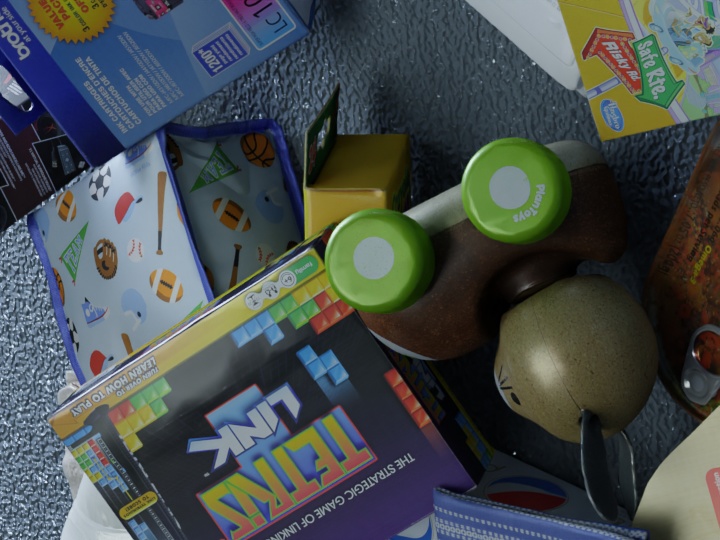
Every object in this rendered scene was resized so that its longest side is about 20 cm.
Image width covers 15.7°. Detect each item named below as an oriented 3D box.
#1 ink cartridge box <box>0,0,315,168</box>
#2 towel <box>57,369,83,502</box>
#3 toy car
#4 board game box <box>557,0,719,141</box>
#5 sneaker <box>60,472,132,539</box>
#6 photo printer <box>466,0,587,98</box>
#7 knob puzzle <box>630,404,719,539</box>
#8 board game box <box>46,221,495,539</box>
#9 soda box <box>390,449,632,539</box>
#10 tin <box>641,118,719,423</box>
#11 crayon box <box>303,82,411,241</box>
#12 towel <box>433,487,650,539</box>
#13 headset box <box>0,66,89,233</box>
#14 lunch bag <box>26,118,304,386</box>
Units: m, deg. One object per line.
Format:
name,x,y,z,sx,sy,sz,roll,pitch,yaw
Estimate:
ink cartridge box,-0.144,-0.158,1.594,0.199,0.076,0.137,-30,111,20
towel,-0.153,0.164,1.842,0.132,0.034,0.201,-5,100,49
toy car,0.094,0.045,1.399,0.157,0.164,0.201,-27,80,14
board game box,0.157,-0.174,1.303,0.134,0.034,0.201,-13,112,19
sneaker,-0.109,0.188,1.751,0.199,0.074,0.116,23,111,15
photo printer,0.096,-0.215,1.412,0.200,0.069,0.167,44,129,28
knob puzzle,0.229,0.156,1.380,0.218,0.030,0.221,4,101,20
board game box,-0.052,0.095,1.493,0.200,0.057,0.166,-33,96,21
soda box,0.073,0.150,1.562,0.200,0.068,0.064,23,119,41
tin,0.216,-0.004,1.378,0.112,0.042,0.201,47,133,32
crayon box,0.000,0.000,1.548,0.050,0.127,0.201,1,108,8
towel,0.112,0.219,1.436,0.144,0.024,0.201,8,118,40
headset box,-0.249,-0.103,1.740,0.148,0.200,0.075,29,150,47
lunch bag,-0.105,0.025,1.677,0.170,0.123,0.201,-31,72,48
